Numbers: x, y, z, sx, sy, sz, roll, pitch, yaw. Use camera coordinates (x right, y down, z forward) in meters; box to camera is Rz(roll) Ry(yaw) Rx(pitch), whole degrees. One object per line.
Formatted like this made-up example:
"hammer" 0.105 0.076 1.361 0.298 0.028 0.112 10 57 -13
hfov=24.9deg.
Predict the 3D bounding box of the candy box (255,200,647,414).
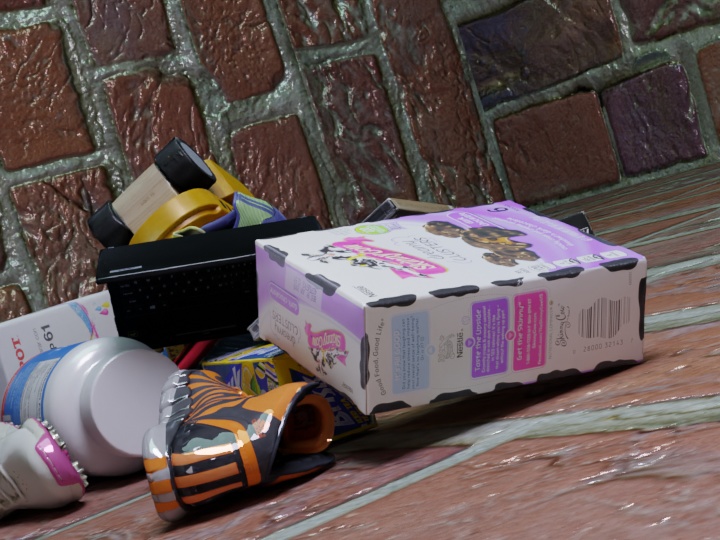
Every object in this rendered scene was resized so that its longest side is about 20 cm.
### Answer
"candy box" 0.054 0.018 1.045 0.199 0.072 0.168 -9 19 -25

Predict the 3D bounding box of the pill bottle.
"pill bottle" -0.212 0.112 1.319 0.112 0.113 0.200 -19 3 -30

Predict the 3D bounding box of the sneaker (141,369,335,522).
"sneaker" -0.070 0.104 1.044 0.112 0.078 0.200 -14 13 2

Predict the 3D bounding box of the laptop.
"laptop" -0.114 0.023 1.305 0.177 0.104 0.200 -9 -41 -5

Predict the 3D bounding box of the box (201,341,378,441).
"box" -0.056 0.088 1.181 0.064 0.070 0.200 -16 1 -19

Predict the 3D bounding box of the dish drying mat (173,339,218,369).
"dish drying mat" -0.123 0.042 1.465 0.200 0.018 0.077 -50 -1 3

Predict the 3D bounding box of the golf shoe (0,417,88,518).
"golf shoe" -0.269 0.163 1.241 0.091 0.075 0.200 -36 7 -25

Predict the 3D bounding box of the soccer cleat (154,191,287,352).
"soccer cleat" -0.147 0.000 1.413 0.200 0.084 0.065 -36 32 26

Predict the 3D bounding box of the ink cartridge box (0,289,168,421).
"ink cartridge box" -0.271 0.105 1.499 0.084 0.145 0.200 -15 4 39

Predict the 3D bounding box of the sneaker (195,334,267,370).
"sneaker" -0.075 0.053 1.492 0.200 0.077 0.081 -41 -1 1

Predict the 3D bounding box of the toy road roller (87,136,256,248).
"toy road roller" -0.152 -0.020 1.552 0.123 0.146 0.200 -42 -22 5

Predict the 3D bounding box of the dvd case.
"dvd case" 0.000 0.000 1.284 0.149 0.016 0.200 -43 -10 13

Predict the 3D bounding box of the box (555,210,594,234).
"box" 0.089 0.024 1.462 0.199 0.048 0.193 -19 -14 -27

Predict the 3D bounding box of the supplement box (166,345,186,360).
"supplement box" -0.103 0.051 1.688 0.199 0.131 0.103 -18 1 26
